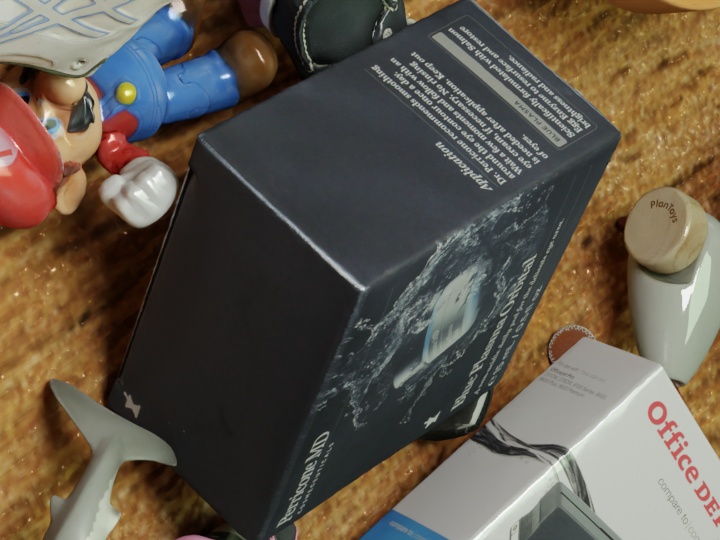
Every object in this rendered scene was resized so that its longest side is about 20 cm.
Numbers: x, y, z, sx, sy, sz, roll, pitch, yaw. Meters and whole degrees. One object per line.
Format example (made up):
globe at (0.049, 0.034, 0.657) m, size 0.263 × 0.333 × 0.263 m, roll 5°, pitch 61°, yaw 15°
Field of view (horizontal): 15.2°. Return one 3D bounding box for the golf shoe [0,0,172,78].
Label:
golf shoe at (-0.115, -0.133, 1.208) m, size 0.078 × 0.199 × 0.097 m, roll -82°, pitch 162°, yaw -44°

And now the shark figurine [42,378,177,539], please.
shark figurine at (-0.156, 0.159, 1.275) m, size 0.128 × 0.089 × 0.215 m, roll 22°, pitch 76°, yaw -77°

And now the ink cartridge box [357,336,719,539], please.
ink cartridge box at (0.108, 0.157, 1.485) m, size 0.200 × 0.084 × 0.145 m, roll -41°, pitch 116°, yaw -16°

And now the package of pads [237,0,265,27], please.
package of pads at (-0.047, -0.241, 1.419) m, size 0.120 × 0.075 × 0.201 m, roll -43°, pitch 115°, yaw -38°

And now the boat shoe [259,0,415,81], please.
boat shoe at (0.000, -0.112, 1.389) m, size 0.060 × 0.075 × 0.200 m, roll 59°, pitch 2°, yaw 17°

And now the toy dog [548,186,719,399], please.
toy dog at (0.165, 0.038, 1.615) m, size 0.200 × 0.096 × 0.132 m, roll -54°, pitch 126°, yaw -16°

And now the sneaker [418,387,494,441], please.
sneaker at (0.061, -0.004, 1.508) m, size 0.086 × 0.080 × 0.201 m, roll 8°, pitch 87°, yaw -58°

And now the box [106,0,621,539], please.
box at (0.000, 0.000, 1.338) m, size 0.117 × 0.197 × 0.200 m, roll 43°, pitch 47°, yaw 20°

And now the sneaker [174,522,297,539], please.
sneaker at (-0.036, 0.213, 1.396) m, size 0.095 × 0.079 × 0.201 m, roll -37°, pitch 113°, yaw -53°

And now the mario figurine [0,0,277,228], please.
mario figurine at (-0.121, -0.091, 1.302) m, size 0.200 × 0.123 × 0.106 m, roll -36°, pitch 129°, yaw -46°

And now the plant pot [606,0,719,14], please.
plant pot at (0.133, -0.241, 1.554) m, size 0.200 × 0.140 × 0.201 m, roll 4°, pitch 84°, yaw -45°
